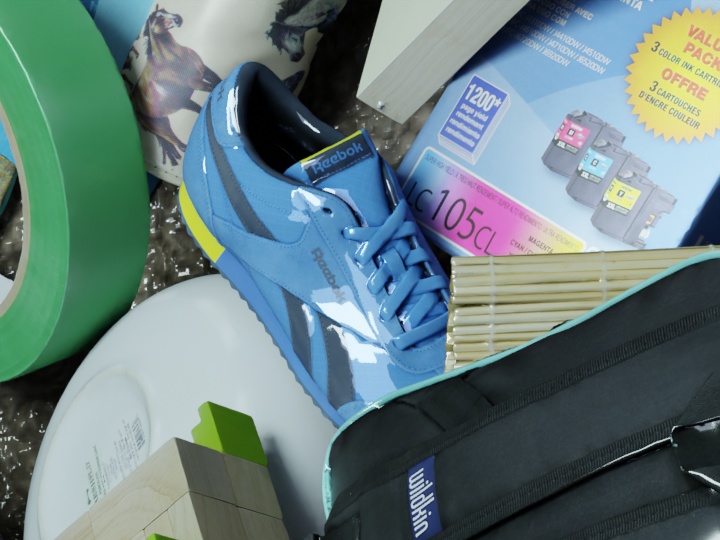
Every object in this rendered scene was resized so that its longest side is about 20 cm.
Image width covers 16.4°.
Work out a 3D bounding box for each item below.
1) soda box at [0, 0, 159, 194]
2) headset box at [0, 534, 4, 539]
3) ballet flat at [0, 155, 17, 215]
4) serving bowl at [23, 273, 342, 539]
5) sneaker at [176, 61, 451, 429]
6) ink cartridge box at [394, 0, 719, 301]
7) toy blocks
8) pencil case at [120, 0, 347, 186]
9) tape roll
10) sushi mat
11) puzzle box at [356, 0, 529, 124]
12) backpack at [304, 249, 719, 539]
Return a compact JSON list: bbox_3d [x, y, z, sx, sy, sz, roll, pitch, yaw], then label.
[{"bbox_3d":[-0.094,-0.127,1.150,0.068,0.064,0.200,34,94,34],"label":"soda box"},{"bbox_3d":[-0.233,0.152,1.036,0.093,0.200,0.174,1,39,34],"label":"headset box"},{"bbox_3d":[-0.186,-0.101,1.198,0.071,0.071,0.200,21,88,34],"label":"ballet flat"},{"bbox_3d":[-0.084,0.090,1.040,0.200,0.066,0.200,-29,50,42],"label":"serving bowl"},{"bbox_3d":[0.000,0.000,0.980,0.200,0.066,0.078,49,141,22],"label":"sneaker"},{"bbox_3d":[0.118,-0.072,0.999,0.136,0.076,0.200,33,93,34],"label":"ink cartridge box"},{"bbox_3d":[-0.078,0.164,0.916,0.137,0.100,0.200,-41,49,26],"label":"toy blocks"},{"bbox_3d":[-0.036,-0.129,1.088,0.078,0.089,0.200,35,102,37],"label":"pencil case"},{"bbox_3d":[-0.175,-0.051,1.108,0.200,0.048,0.201,21,121,40],"label":"tape roll"},{"bbox_3d":[0.131,0.038,0.933,0.200,0.012,0.096,-3,93,4],"label":"sushi mat"},{"bbox_3d":[0.072,-0.160,0.999,0.200,0.025,0.133,-42,25,45],"label":"puzzle box"},{"bbox_3d":[0.098,0.097,0.751,0.200,0.153,0.176,-38,38,36],"label":"backpack"}]
